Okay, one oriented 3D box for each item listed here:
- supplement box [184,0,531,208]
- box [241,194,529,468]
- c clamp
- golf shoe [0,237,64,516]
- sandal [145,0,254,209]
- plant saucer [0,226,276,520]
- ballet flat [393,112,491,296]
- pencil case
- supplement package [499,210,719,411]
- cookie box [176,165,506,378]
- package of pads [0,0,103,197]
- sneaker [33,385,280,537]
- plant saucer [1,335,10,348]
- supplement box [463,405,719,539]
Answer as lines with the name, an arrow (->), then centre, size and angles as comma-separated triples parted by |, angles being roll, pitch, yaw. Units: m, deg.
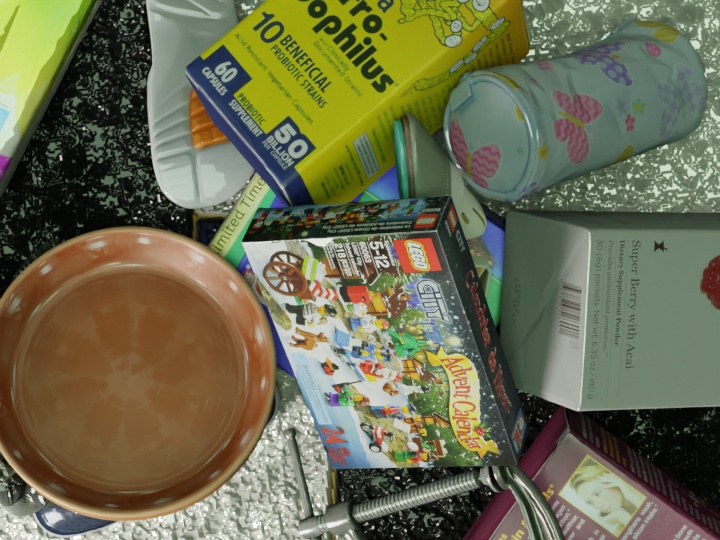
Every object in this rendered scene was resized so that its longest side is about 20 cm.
supplement box -> 0.001, -0.139, 1.526 | 0.200, 0.110, 0.109 | -40, 73, -4
box -> 0.018, 0.044, 1.510 | 0.136, 0.038, 0.201 | -3, 128, 24
c clamp -> 0.045, 0.177, 1.579 | 0.199, 0.027, 0.172 | -13, 85, 27
golf shoe -> -0.232, 0.077, 1.647 | 0.077, 0.094, 0.201 | 17, 70, -13
sandal -> -0.112, -0.139, 1.633 | 0.079, 0.059, 0.208 | -4, 74, -6
plant saucer -> -0.155, 0.070, 1.560 | 0.199, 0.032, 0.202 | 0, 72, 0
ballet flat -> 0.054, -0.018, 1.530 | 0.063, 0.068, 0.201 | -4, 124, -4
pencil case -> 0.146, -0.110, 1.553 | 0.083, 0.199, 0.091 | -16, 94, 48
supplement package -> 0.208, 0.024, 1.562 | 0.199, 0.120, 0.122 | -1, 97, -24
cookie box -> 0.000, 0.000, 1.627 | 0.199, 0.075, 0.172 | 33, 96, -1
package of pads -> -0.285, -0.160, 1.628 | 0.154, 0.068, 0.201 | 29, 97, -1
sneaker -> -0.151, 0.131, 1.628 | 0.199, 0.109, 0.070 | -30, 93, 5
plant saucer -> -0.320, 0.085, 1.631 | 0.070, 0.019, 0.200 | 37, 125, -11
supplement box -> 0.185, 0.207, 1.623 | 0.200, 0.103, 0.131 | 36, 99, -2
